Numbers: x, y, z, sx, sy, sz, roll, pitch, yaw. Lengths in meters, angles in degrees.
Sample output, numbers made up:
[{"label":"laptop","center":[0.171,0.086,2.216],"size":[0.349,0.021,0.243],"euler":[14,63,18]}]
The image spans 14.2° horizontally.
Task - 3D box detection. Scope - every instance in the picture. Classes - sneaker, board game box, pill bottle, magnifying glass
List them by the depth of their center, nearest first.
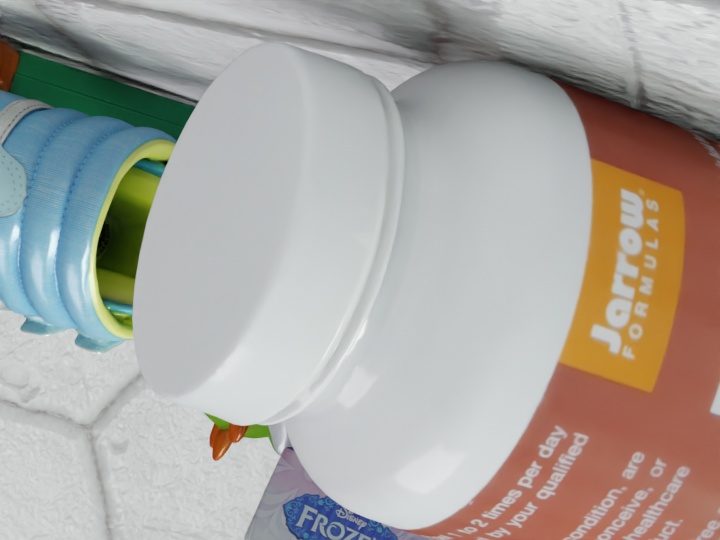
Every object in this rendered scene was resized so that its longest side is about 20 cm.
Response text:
[{"label":"pill bottle","center":[0.052,0.016,0.689],"size":[0.199,0.113,0.112],"euler":[18,176,-25]},{"label":"sneaker","center":[-0.110,-0.012,0.926],"size":[0.130,0.080,0.200],"euler":[16,177,-1]},{"label":"magnifying glass","center":[-0.104,-0.058,0.946],"size":[0.079,0.023,0.199],"euler":[12,173,45]},{"label":"board game box","center":[0.074,0.136,1.102],"size":[0.199,0.041,0.200],"euler":[24,176,16]}]

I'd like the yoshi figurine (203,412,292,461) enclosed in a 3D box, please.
[{"label":"yoshi figurine","center":[-0.021,0.002,1.109],"size":[0.113,0.112,0.200],"euler":[59,159,3]}]
